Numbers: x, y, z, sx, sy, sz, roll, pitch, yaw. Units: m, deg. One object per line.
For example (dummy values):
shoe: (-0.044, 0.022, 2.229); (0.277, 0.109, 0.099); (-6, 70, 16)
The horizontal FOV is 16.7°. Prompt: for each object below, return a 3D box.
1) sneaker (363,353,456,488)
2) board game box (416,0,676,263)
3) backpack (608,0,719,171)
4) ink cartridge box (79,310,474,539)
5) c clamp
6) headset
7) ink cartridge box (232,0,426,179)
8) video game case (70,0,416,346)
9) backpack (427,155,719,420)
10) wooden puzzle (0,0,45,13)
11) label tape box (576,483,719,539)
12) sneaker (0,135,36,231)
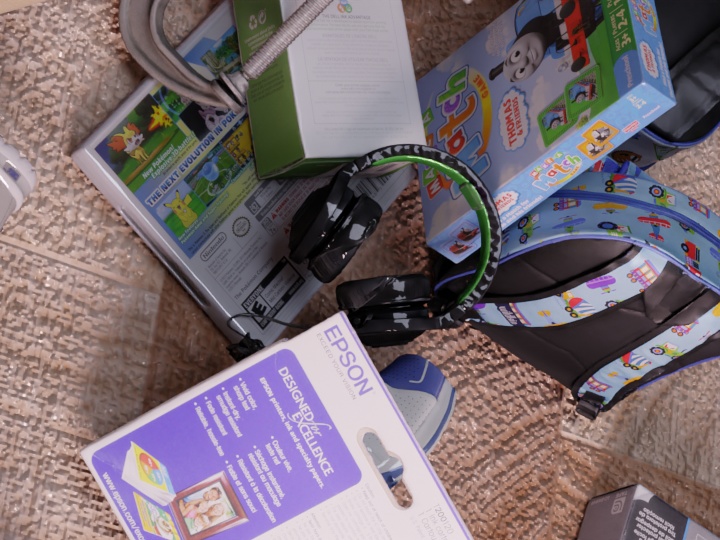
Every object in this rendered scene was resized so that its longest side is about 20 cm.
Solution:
sneaker: (-0.030, 0.104, 1.581); (0.115, 0.080, 0.199); (53, 55, -13)
board game box: (0.118, -0.118, 1.652); (0.037, 0.200, 0.152); (28, 39, -33)
backpack: (0.196, -0.168, 1.783); (0.200, 0.154, 0.191); (42, 48, -10)
ink cartridge box: (-0.040, 0.149, 1.495); (0.199, 0.199, 0.043); (61, 19, -3)
c clamp: (-0.055, -0.179, 1.582); (0.171, 0.200, 0.027); (52, 8, 11)
headset: (0.000, 0.000, 1.578); (0.200, 0.094, 0.124); (-33, 92, -6)
ink cartridge box: (-0.026, -0.164, 1.649); (0.103, 0.059, 0.201); (-3, 79, -36)
video game case: (-0.074, -0.071, 1.641); (0.182, 0.022, 0.200); (50, 55, -13)
backpack: (0.172, -0.004, 1.683); (0.182, 0.200, 0.135); (33, 59, -22)
wooden puzzle: (-0.236, -0.245, 1.458); (0.046, 0.184, 0.200); (-83, 155, -53)
label tape box: (0.202, 0.273, 1.704); (0.144, 0.063, 0.201); (34, 59, -22)
sneaker: (-0.288, -0.076, 1.457); (0.200, 0.075, 0.082); (33, 64, -20)
